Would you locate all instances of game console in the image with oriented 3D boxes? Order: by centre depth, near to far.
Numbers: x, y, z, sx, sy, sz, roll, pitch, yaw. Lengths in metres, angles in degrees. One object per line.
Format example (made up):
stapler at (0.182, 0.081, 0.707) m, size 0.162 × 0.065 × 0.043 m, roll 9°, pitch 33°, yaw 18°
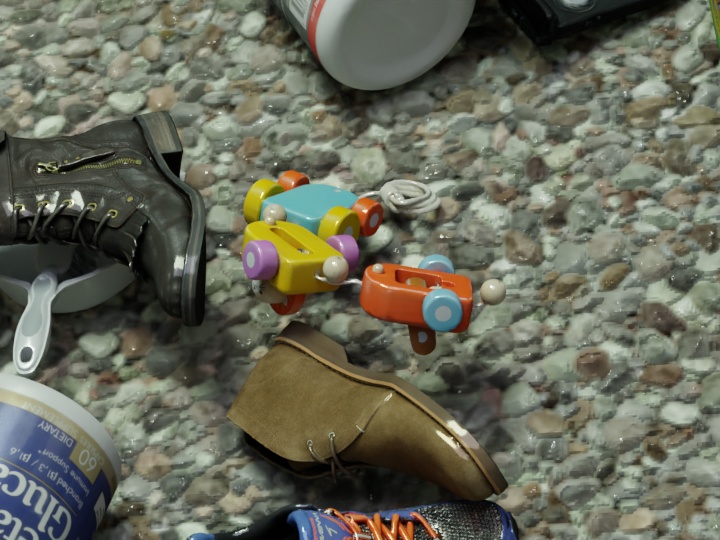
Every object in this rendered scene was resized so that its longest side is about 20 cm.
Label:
game console at (0.095, -0.252, 1.742) m, size 0.175 × 0.117 × 0.200 m, roll -20°, pitch 50°, yaw -21°

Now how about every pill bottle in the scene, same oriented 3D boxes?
pill bottle at (-0.216, 0.165, 1.464) m, size 0.110 × 0.111 × 0.201 m, roll 12°, pitch 54°, yaw 18°
pill bottle at (-0.019, -0.219, 1.748) m, size 0.115 × 0.116 × 0.200 m, roll -26°, pitch 51°, yaw -13°

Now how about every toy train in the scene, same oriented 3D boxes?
toy train at (0.000, 0.000, 1.581) m, size 0.149 × 0.056 × 0.200 m, roll 7°, pitch 20°, yaw -8°

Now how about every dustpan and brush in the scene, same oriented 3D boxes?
dustpan and brush at (-0.184, -0.003, 1.631) m, size 0.138 × 0.057 × 0.201 m, roll -2°, pitch 51°, yaw 7°

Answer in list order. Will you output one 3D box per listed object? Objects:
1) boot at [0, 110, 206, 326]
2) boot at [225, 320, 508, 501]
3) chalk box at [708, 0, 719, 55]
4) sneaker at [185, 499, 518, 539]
boot at (-0.184, -0.026, 1.584) m, size 0.173 × 0.070 × 0.200 m, roll -6°, pitch 36°, yaw -13°
boot at (0.002, 0.097, 1.505) m, size 0.075 × 0.074 × 0.199 m, roll -45°, pitch 39°, yaw -18°
chalk box at (0.273, -0.206, 1.657) m, size 0.123 × 0.200 × 0.125 m, roll -13°, pitch 92°, yaw 1°
sneaker at (-0.011, 0.161, 1.455) m, size 0.198 × 0.079 × 0.076 m, roll -14°, pitch 50°, yaw -3°
